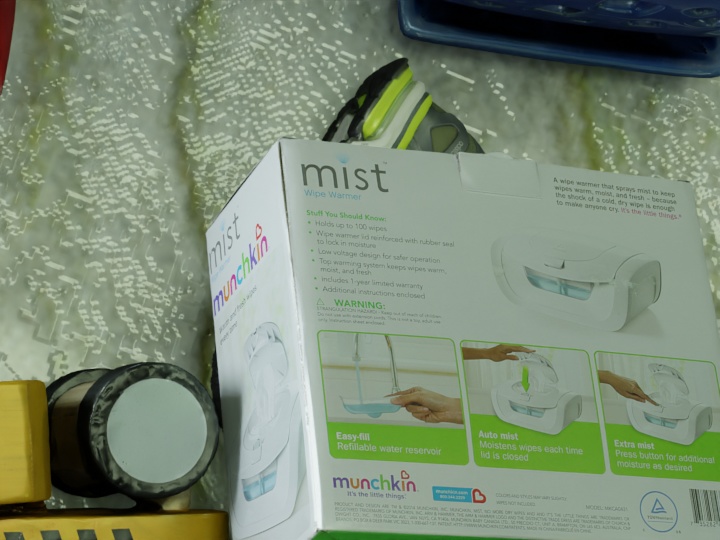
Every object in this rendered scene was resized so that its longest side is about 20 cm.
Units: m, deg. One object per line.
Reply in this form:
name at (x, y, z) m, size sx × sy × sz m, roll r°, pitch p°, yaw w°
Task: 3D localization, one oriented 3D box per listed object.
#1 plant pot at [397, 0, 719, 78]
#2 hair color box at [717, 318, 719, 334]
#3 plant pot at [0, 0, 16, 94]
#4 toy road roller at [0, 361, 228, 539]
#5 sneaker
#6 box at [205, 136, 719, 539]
plant pot at (0.116, -0.201, 1.298) m, size 0.200 × 0.180 × 0.200 m, roll 5°, pitch 73°, yaw -17°
hair color box at (0.165, 0.125, 1.287) m, size 0.099 × 0.061 × 0.200 m, roll -4°, pitch 76°, yaw -19°
plant pot at (-0.235, -0.165, 1.162) m, size 0.200 × 0.200 × 0.183 m, roll 14°, pitch 65°, yaw -15°
toy road roller at (-0.153, 0.113, 1.153) m, size 0.200 × 0.123 × 0.146 m, roll 0°, pitch 86°, yaw -19°
sneaker at (0.000, 0.000, 1.262) m, size 0.081 × 0.074 × 0.200 m, roll 33°, pitch 69°, yaw -11°
box at (0.048, 0.047, 1.164) m, size 0.200 × 0.097 × 0.177 m, roll 4°, pitch 62°, yaw -24°
